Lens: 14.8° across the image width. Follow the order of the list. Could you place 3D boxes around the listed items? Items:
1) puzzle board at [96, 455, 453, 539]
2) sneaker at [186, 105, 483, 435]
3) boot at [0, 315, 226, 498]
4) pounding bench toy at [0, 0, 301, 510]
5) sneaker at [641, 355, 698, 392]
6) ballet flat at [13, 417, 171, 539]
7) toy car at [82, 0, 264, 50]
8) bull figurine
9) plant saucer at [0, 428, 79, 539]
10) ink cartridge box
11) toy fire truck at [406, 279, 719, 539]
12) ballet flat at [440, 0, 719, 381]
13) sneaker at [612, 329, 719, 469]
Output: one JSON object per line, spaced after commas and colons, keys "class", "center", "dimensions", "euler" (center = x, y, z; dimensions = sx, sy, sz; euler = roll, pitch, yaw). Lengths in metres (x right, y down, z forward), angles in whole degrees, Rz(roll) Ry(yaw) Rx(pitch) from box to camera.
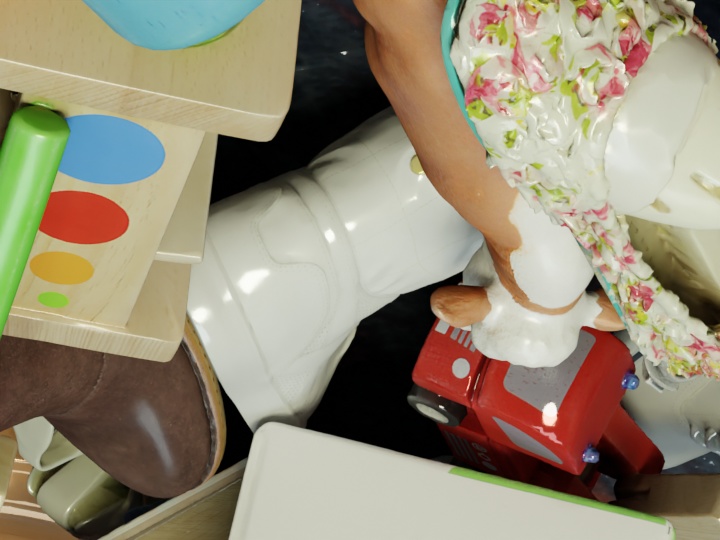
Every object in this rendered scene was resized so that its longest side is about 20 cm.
{"class": "puzzle board", "center": [-0.038, 0.104, 1.082], "dimensions": [0.150, 0.017, 0.200], "euler": [-31, 159, 27]}
{"class": "sneaker", "center": [0.000, 0.000, 0.930], "dimensions": [0.115, 0.074, 0.200], "euler": [-27, 173, -2]}
{"class": "boot", "center": [-0.134, 0.038, 0.866], "dimensions": [0.072, 0.167, 0.200], "euler": [-17, 119, 37]}
{"class": "pounding bench toy", "center": [-0.091, -0.042, 0.748], "dimensions": [0.124, 0.201, 0.156], "euler": [11, 149, -12]}
{"class": "sneaker", "center": [0.166, -0.016, 0.880], "dimensions": [0.075, 0.082, 0.200], "euler": [26, 142, -33]}
{"class": "ballet flat", "center": [-0.100, 0.060, 1.039], "dimensions": [0.069, 0.070, 0.200], "euler": [1, 143, 4]}
{"class": "toy car", "center": [-0.022, -0.126, 0.558], "dimensions": [0.177, 0.200, 0.184], "euler": [-45, 129, 0]}
{"class": "bull figurine", "center": [0.034, -0.061, 0.771], "dimensions": [0.065, 0.122, 0.200], "euler": [-15, 146, 0]}
{"class": "plant saucer", "center": [-0.158, 0.124, 1.196], "dimensions": [0.199, 0.032, 0.201], "euler": [3, 150, 2]}
{"class": "ink cartridge box", "center": [0.018, 0.137, 0.988], "dimensions": [0.145, 0.084, 0.200], "euler": [13, 158, 0]}
{"class": "toy fire truck", "center": [0.103, 0.081, 0.979], "dimensions": [0.141, 0.049, 0.200], "euler": [22, 161, 24]}
{"class": "ballet flat", "center": [0.086, -0.026, 0.725], "dimensions": [0.064, 0.076, 0.200], "euler": [23, 169, 31]}
{"class": "sneaker", "center": [0.145, 0.040, 0.985], "dimensions": [0.073, 0.071, 0.200], "euler": [19, 148, -24]}
